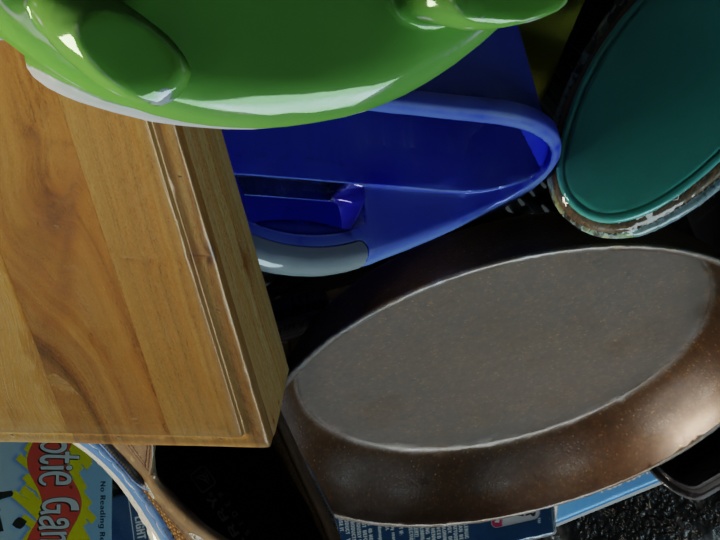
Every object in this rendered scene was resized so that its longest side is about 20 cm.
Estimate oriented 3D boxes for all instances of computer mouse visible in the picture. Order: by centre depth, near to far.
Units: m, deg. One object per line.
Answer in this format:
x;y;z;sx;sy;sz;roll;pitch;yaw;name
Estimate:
0.000;0.000;1.047;0.199;0.046;0.140;-9;179;-8;computer mouse

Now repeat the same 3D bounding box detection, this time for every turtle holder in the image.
-0.048;-0.092;0.598;0.185;0.141;0.132;-28;-171;-12;turtle holder

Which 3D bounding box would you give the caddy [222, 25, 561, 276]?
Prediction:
-0.028;-0.048;0.873;0.200;0.105;0.141;3;160;-40;caddy

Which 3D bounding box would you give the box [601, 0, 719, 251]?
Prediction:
0.220;-0.080;1.035;0.196;0.200;0.117;-18;170;-17;box

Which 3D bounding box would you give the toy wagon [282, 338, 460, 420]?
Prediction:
-0.023;0.042;1.141;0.199;0.040;0.155;-7;-170;1;toy wagon

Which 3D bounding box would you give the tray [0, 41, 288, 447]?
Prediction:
-0.089;-0.022;0.782;0.098;0.037;0.200;1;139;13;tray

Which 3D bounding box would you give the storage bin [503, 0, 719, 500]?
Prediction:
0.130;-0.016;1.136;0.094;0.200;0.135;-37;177;-24;storage bin

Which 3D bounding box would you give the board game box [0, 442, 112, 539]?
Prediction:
-0.206;0.071;1.033;0.200;0.105;0.103;1;178;-28;board game box

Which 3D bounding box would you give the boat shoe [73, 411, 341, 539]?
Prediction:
-0.067;0.039;0.932;0.072;0.200;0.072;-43;-170;-27;boat shoe

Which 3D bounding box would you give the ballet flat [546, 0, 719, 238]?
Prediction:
0.133;-0.097;0.926;0.200;0.074;0.074;-56;166;4;ballet flat

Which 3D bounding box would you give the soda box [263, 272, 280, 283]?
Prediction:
-0.017;-0.035;1.166;0.063;0.069;0.200;-24;169;20;soda box

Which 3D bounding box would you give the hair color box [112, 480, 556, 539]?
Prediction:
-0.028;0.093;1.141;0.200;0.061;0.100;-10;-167;-20;hair color box

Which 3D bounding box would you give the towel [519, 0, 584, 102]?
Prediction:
0.032;-0.084;1.001;0.086;0.018;0.200;6;160;-5;towel

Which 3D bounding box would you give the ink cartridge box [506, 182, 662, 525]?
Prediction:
0.067;0.027;1.295;0.144;0.200;0.084;-23;172;13;ink cartridge box

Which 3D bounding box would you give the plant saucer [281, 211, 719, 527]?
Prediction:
0.057;0.035;1.002;0.200;0.035;0.200;-10;148;-6;plant saucer
